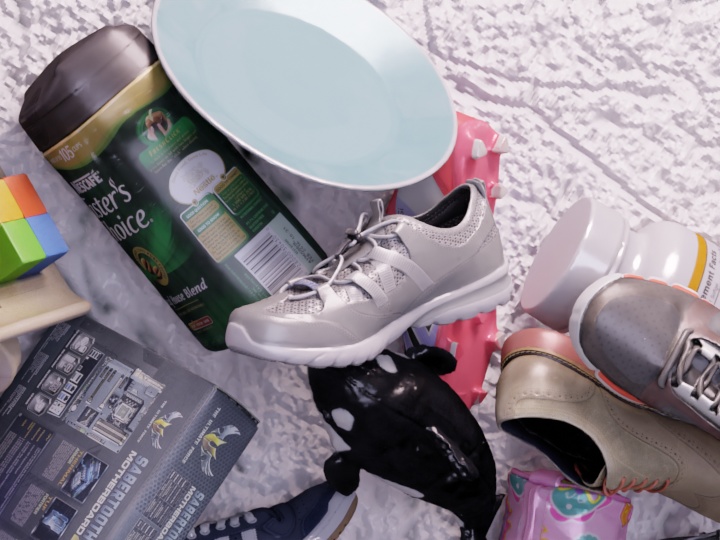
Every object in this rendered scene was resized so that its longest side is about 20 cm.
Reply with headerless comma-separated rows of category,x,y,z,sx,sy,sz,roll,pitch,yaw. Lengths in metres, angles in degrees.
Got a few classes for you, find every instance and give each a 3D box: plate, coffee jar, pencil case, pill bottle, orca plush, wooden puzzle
plate,-0.036,-0.112,1.634,0.199,0.026,0.201,18,40,-16
coffee jar,-0.115,-0.051,1.625,0.085,0.104,0.200,-42,98,-20
pencil case,0.106,0.224,1.683,0.087,0.087,0.201,18,83,-13
pill bottle,0.204,0.039,1.701,0.199,0.111,0.111,30,81,-11
orca plush,0.041,0.119,1.631,0.105,0.071,0.201,-35,129,-13
wooden puzzle,-0.243,-0.049,1.543,0.046,0.185,0.200,-37,83,25

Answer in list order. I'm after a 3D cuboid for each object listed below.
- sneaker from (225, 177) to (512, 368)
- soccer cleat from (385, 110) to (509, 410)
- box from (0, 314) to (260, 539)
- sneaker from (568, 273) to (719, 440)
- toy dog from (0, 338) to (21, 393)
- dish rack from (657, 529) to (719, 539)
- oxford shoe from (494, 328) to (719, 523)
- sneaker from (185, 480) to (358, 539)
sneaker,0.000,0.000,1.578,0.199,0.075,0.082,-21,112,-39
soccer cleat,0.046,0.000,1.694,0.067,0.076,0.201,-9,106,-54
box,-0.170,0.133,1.579,0.051,0.157,0.200,42,77,-42
sneaker,0.216,0.066,1.606,0.199,0.082,0.077,31,89,-12
toy dog,-0.279,-0.001,1.589,0.096,0.132,0.200,-37,93,24
dish rack,0.184,0.241,1.654,0.054,0.200,0.154,-2,89,15
oxford shoe,0.162,0.115,1.659,0.199,0.070,0.075,29,51,-11
sneaker,-0.100,0.167,1.640,0.200,0.070,0.109,-41,89,-19
